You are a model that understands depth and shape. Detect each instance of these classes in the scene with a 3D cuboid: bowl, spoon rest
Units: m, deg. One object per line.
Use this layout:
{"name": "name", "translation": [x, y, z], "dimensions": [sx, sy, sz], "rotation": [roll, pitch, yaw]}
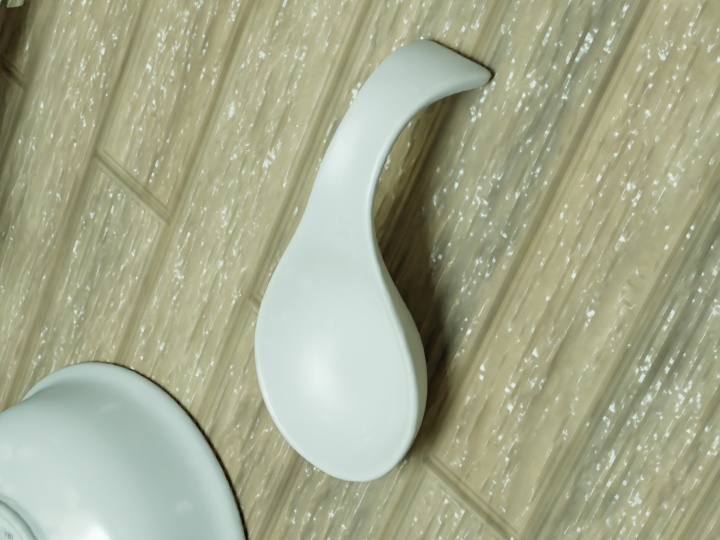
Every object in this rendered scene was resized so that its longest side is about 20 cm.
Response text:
{"name": "bowl", "translation": [-0.156, 0.154, 0.995], "dimensions": [0.200, 0.090, 0.202], "rotation": [11, 106, 40]}
{"name": "spoon rest", "translation": [0.000, 0.000, 0.843], "dimensions": [0.099, 0.060, 0.201], "rotation": [30, 117, 34]}

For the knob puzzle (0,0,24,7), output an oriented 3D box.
{"name": "knob puzzle", "translation": [-0.198, -0.263, 0.985], "dimensions": [0.219, 0.030, 0.221], "rotation": [11, 107, 40]}
